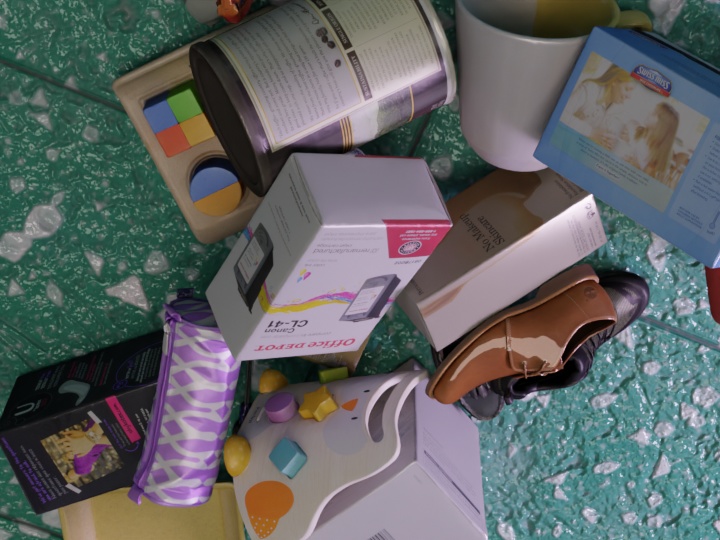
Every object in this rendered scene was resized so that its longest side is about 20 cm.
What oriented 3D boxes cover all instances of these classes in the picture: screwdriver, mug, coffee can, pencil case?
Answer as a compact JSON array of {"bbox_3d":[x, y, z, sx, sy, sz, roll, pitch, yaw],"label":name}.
[{"bbox_3d":[-0.118,0.125,1.735,0.028,0.029,0.202,5,112,-1],"label":"screwdriver"},{"bbox_3d":[0.171,-0.175,1.519,0.184,0.150,0.154,8,124,5],"label":"mug"},{"bbox_3d":[-0.034,-0.175,1.480,0.199,0.146,0.148,-27,115,-12],"label":"coffee can"},{"bbox_3d":[-0.164,0.125,1.571,0.085,0.084,0.202,-4,110,-44],"label":"pencil case"}]

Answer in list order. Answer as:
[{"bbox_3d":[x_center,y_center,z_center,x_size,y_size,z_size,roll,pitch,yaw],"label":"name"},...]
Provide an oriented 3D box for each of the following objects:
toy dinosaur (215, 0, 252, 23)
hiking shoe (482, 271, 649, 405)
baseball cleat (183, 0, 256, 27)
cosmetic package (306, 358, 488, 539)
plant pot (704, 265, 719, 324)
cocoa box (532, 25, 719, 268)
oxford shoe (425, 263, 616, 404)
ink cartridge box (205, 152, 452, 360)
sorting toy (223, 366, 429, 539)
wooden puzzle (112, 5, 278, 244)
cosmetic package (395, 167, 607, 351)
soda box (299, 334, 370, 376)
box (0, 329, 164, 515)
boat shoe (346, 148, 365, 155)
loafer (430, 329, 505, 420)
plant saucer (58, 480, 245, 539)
[{"bbox_3d":[-0.082,-0.312,1.436,0.198,0.105,0.184,-7,100,-6],"label":"toy dinosaur"},{"bbox_3d":[0.213,0.075,1.638,0.199,0.101,0.076,-30,121,-7],"label":"hiking shoe"},{"bbox_3d":[-0.086,-0.301,1.501,0.199,0.070,0.107,-28,112,13],"label":"baseball cleat"},{"bbox_3d":[0.014,0.229,1.681,0.199,0.200,0.123,-36,110,17],"label":"cosmetic package"},{"bbox_3d":[0.401,-0.064,1.545,0.198,0.201,0.179,-18,105,10],"label":"plant pot"},{"bbox_3d":[0.278,-0.109,1.433,0.199,0.131,0.134,35,112,27],"label":"cocoa box"},{"bbox_3d":[0.153,0.075,1.565,0.199,0.071,0.072,-33,68,3],"label":"oxford shoe"},{"bbox_3d":[-0.030,-0.011,1.492,0.146,0.086,0.201,-3,143,-34],"label":"ink cartridge box"},{"bbox_3d":[-0.020,0.152,1.590,0.179,0.201,0.107,-17,120,32],"label":"sorting toy"},{"bbox_3d":[-0.117,-0.131,1.590,0.184,0.046,0.201,-23,116,12],"label":"wooden puzzle"},{"bbox_3d":[0.122,-0.024,1.569,0.199,0.105,0.071,-33,133,-8],"label":"cosmetic package"},{"bbox_3d":[0.000,0.000,1.644,0.063,0.068,0.201,21,114,-9],"label":"soda box"},{"bbox_3d":[-0.256,0.151,1.694,0.198,0.123,0.107,-18,114,10],"label":"box"},{"bbox_3d":[-0.051,-0.038,1.597,0.073,0.066,0.201,14,139,-13],"label":"boat shoe"},{"bbox_3d":[0.102,0.074,1.680,0.071,0.063,0.202,-15,114,8],"label":"loafer"},{"bbox_3d":[-0.220,0.309,1.811,0.197,0.049,0.202,-3,116,3],"label":"plant saucer"}]
